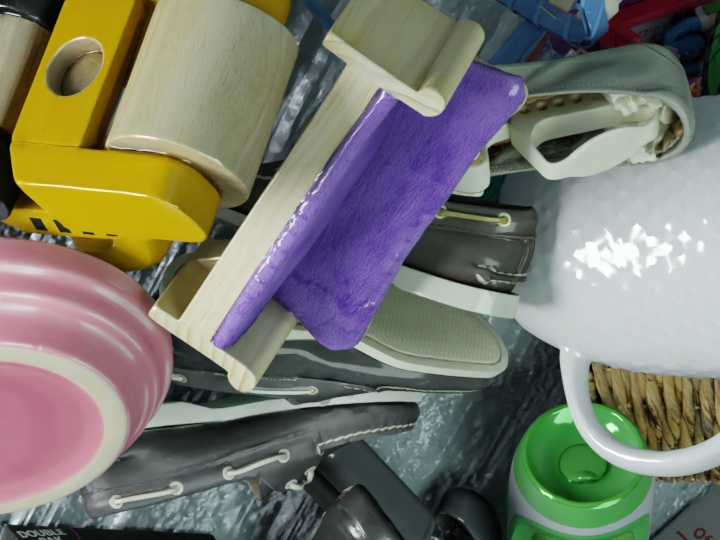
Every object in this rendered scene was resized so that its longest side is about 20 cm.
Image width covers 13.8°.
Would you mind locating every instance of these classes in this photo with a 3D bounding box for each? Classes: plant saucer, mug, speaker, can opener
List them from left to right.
[{"bbox_3d":[-0.191,0.062,1.488,0.199,0.051,0.201,-6,144,-4],"label":"plant saucer"},{"bbox_3d":[0.022,0.132,1.749,0.200,0.053,0.067,49,54,-43],"label":"can opener"},{"bbox_3d":[0.129,0.162,1.774,0.088,0.089,0.200,-27,148,-17],"label":"speaker"},{"bbox_3d":[0.165,0.008,1.558,0.148,0.174,0.201,32,59,-62],"label":"mug"}]

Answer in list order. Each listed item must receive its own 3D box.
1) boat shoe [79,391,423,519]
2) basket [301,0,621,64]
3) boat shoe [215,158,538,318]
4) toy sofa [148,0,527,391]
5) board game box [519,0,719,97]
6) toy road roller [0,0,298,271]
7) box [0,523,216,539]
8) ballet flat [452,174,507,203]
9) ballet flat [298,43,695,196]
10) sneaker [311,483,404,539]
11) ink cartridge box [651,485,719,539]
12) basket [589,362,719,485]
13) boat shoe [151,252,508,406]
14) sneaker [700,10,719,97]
[{"bbox_3d":[-0.059,0.096,1.622,0.199,0.074,0.061,-6,90,-22],"label":"boat shoe"},{"bbox_3d":[0.055,-0.180,1.498,0.200,0.139,0.176,-44,133,-6],"label":"basket"},{"bbox_3d":[-0.006,-0.033,1.544,0.072,0.200,0.061,-8,116,-78],"label":"boat shoe"},{"bbox_3d":[-0.009,-0.034,1.437,0.097,0.083,0.200,34,122,-1],"label":"toy sofa"},{"bbox_3d":[0.177,-0.120,1.685,0.158,0.039,0.200,29,100,-42],"label":"board game box"},{"bbox_3d":[-0.106,-0.066,1.428,0.146,0.199,0.123,42,60,-49],"label":"toy road roller"},{"bbox_3d":[-0.112,0.242,1.614,0.148,0.200,0.125,8,112,-37],"label":"box"},{"bbox_3d":[0.000,0.000,1.634,0.199,0.067,0.071,-31,146,-10],"label":"ballet flat"},{"bbox_3d":[0.070,-0.069,1.481,0.199,0.064,0.068,-10,138,-6],"label":"ballet flat"},{"bbox_3d":[-0.026,0.199,1.686,0.115,0.076,0.200,-32,159,-15],"label":"sneaker"},{"bbox_3d":[0.211,0.230,1.884,0.200,0.115,0.068,-41,133,-5],"label":"ink cartridge box"},{"bbox_3d":[0.201,0.011,1.752,0.142,0.149,0.201,2,137,11],"label":"basket"},{"bbox_3d":[-0.019,0.037,1.569,0.199,0.072,0.068,7,133,-22],"label":"boat shoe"},{"bbox_3d":[0.256,-0.126,1.665,0.200,0.085,0.078,-40,137,-36],"label":"sneaker"}]
